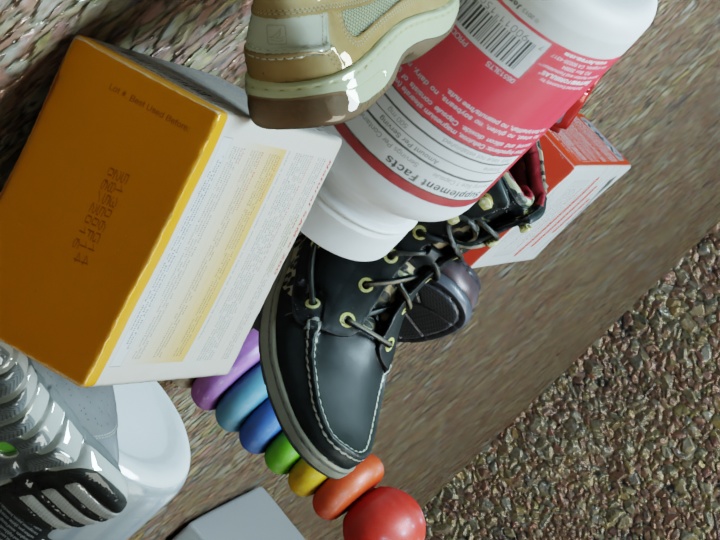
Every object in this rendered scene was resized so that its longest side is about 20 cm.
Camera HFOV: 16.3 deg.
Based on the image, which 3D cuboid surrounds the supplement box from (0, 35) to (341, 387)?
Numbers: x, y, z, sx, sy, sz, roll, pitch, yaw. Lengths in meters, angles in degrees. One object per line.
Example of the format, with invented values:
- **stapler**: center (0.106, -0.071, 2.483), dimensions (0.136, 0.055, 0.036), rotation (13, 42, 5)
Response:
- **supplement box**: center (-0.088, -0.023, 1.080), dimensions (0.126, 0.073, 0.200), rotation (-63, 167, 5)

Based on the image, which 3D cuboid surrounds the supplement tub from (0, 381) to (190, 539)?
- **supplement tub**: center (-0.194, 0.124, 1.298), dimensions (0.200, 0.123, 0.123), rotation (-42, 171, 20)

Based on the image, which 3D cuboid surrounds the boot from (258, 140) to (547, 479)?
- **boot**: center (0.025, 0.001, 1.363), dimensions (0.154, 0.204, 0.073), rotation (-26, 136, 32)

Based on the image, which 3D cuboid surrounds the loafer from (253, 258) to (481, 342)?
- **loafer**: center (0.000, 0.000, 1.510), dimensions (0.200, 0.072, 0.063), rotation (-3, -139, 48)

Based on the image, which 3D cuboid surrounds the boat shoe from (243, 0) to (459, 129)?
- **boat shoe**: center (-0.002, -0.125, 1.064), dimensions (0.072, 0.076, 0.200), rotation (-5, -160, 13)

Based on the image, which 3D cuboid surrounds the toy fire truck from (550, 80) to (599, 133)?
- **toy fire truck**: center (0.115, -0.121, 1.473), dimensions (0.141, 0.049, 0.200), rotation (-60, 180, 32)

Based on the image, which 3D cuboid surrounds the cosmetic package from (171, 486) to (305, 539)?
- **cosmetic package**: center (-0.141, 0.343, 2.388), dimensions (0.200, 0.166, 0.167), rotation (-43, 170, 22)

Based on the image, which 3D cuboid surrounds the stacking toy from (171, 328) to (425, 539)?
- **stacking toy**: center (-0.035, 0.114, 1.636), dimensions (0.085, 0.200, 0.085), rotation (-38, 170, -8)

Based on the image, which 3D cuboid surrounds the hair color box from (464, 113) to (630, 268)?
- **hair color box**: center (0.125, -0.062, 1.872), dimensions (0.111, 0.064, 0.200), rotation (-44, 169, 14)

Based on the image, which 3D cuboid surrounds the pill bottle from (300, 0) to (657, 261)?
- **pill bottle**: center (0.042, -0.097, 1.230), dimensions (0.200, 0.112, 0.112), rotation (-45, 169, 31)

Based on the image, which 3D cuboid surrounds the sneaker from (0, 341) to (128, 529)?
- **sneaker**: center (-0.167, 0.027, 1.142), dimensions (0.075, 0.116, 0.200), rotation (-11, 143, 16)
